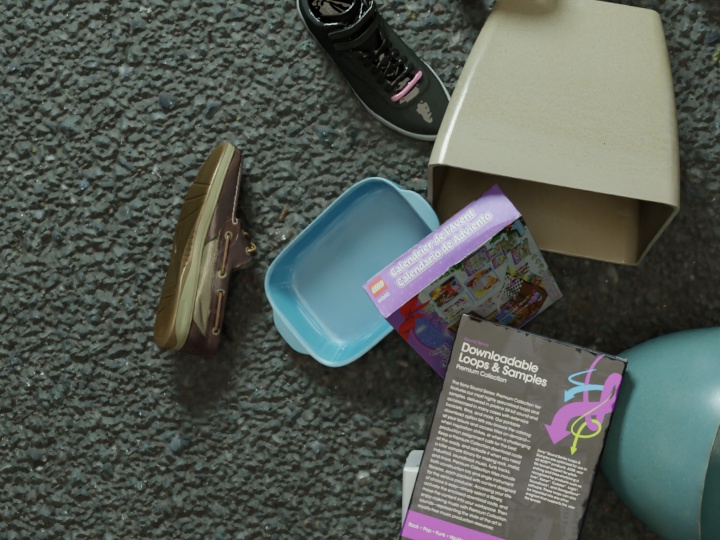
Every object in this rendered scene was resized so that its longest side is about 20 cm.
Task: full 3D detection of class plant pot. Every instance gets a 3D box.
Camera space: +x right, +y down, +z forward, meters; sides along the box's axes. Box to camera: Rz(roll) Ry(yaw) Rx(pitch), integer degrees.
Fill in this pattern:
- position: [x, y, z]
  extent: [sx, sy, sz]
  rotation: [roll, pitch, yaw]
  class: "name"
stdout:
- position: [0.273, 0.134, 1.029]
  extent: [0.134, 0.199, 0.202]
  rotation: [16, 90, 36]
  class: "plant pot"
- position: [0.170, -0.128, 1.039]
  extent: [0.198, 0.200, 0.179]
  rotation: [10, 77, 5]
  class: "plant pot"

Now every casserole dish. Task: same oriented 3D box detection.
- position: [0.000, 0.000, 1.091]
  extent: [0.200, 0.039, 0.121]
  rotation: [-42, 85, 26]
  class: "casserole dish"

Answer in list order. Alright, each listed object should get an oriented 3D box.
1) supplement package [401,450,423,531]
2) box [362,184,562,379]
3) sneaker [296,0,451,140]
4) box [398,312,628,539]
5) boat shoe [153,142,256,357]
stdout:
- position: [0.096, 0.268, 1.061]
  extent: [0.118, 0.121, 0.202]
  rotation: [1, 89, 6]
  class: "supplement package"
- position: [0.094, 0.018, 1.030]
  extent: [0.136, 0.200, 0.039]
  rotation: [-37, 62, 3]
  class: "box"
- position: [0.011, -0.198, 1.093]
  extent: [0.071, 0.099, 0.200]
  rotation: [-43, 87, 1]
  class: "sneaker"
- position: [0.125, 0.149, 0.984]
  extent: [0.142, 0.036, 0.202]
  rotation: [16, 90, 6]
  class: "box"
- position: [-0.135, -0.017, 1.125]
  extent: [0.071, 0.072, 0.202]
  rotation: [17, 78, -25]
  class: "boat shoe"
